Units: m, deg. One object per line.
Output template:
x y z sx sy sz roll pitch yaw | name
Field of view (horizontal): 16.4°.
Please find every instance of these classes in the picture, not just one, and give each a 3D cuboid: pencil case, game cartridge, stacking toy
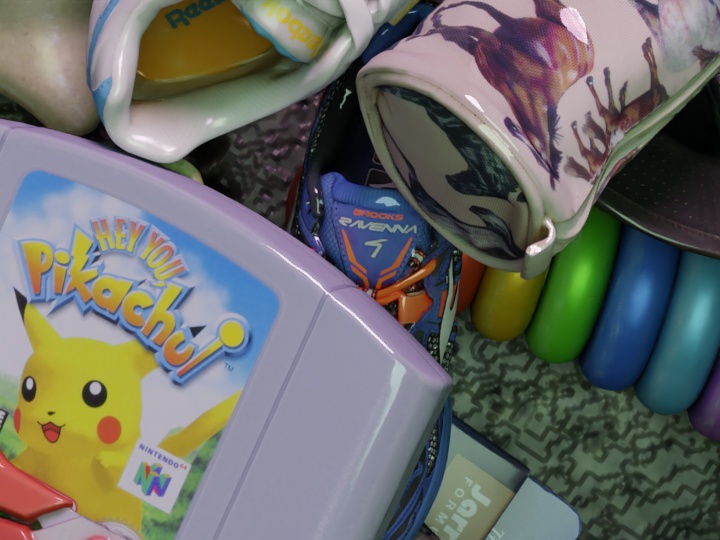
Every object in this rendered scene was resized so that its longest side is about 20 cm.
0.085 -0.081 0.775 0.089 0.078 0.200 33 60 24 | pencil case
-0.079 0.033 0.784 0.200 0.040 0.133 26 94 16 | game cartridge
0.070 0.003 0.886 0.200 0.085 0.085 15 90 -1 | stacking toy

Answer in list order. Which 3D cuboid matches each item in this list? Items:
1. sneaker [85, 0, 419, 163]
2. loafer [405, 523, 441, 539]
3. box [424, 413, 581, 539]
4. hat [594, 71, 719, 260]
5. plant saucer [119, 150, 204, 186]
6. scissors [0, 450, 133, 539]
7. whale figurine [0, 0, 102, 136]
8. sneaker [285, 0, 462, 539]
-0.002 -0.103 0.771 0.200 0.081 0.077 -35 119 24 | sneaker
0.035 0.165 0.863 0.071 0.073 0.200 -33 111 -9 | loafer
-0.027 0.081 0.897 0.200 0.032 0.121 36 88 -7 | box
0.126 -0.075 0.876 0.200 0.081 0.201 6 68 -16 | hat
-0.145 0.055 0.848 0.200 0.048 0.200 5 92 18 | plant saucer
-0.089 0.075 0.761 0.200 0.014 0.073 9 81 14 | scissors
-0.091 -0.151 0.859 0.159 0.104 0.200 22 112 15 | whale figurine
0.000 0.000 0.810 0.075 0.078 0.200 6 75 2 | sneaker
